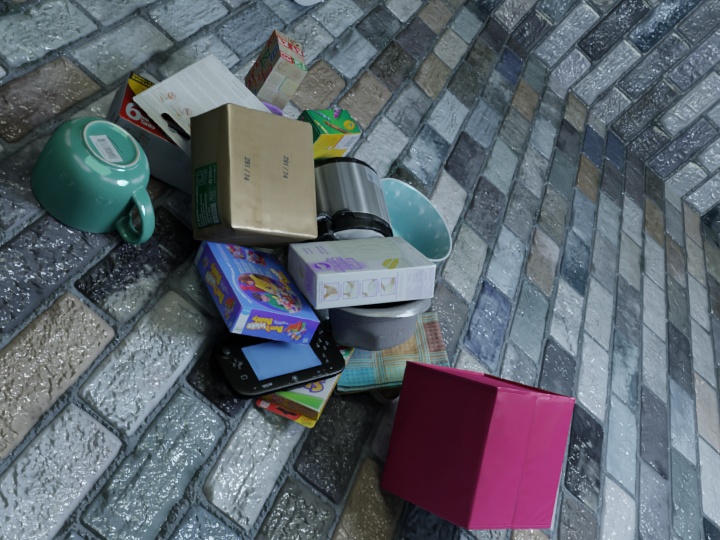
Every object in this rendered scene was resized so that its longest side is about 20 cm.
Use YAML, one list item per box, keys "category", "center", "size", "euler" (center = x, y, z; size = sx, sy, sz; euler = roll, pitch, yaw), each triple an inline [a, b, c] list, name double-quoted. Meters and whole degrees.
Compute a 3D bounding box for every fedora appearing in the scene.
- category: "fedora"
  center: [0.015, 0.071, 1.356]
  size: [0.198, 0.091, 0.177]
  euler: [-8, 23, -30]

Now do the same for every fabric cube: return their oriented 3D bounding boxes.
- category: "fabric cube"
  center: [0.178, 0.263, 1.280]
  size: [0.199, 0.195, 0.202]
  euler: [14, 87, -39]

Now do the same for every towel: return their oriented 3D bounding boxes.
- category: "towel"
  center: [0.044, 0.131, 1.401]
  size: [0.198, 0.022, 0.148]
  euler: [-5, 51, -8]

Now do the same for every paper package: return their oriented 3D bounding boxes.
- category: "paper package"
  center: [-0.169, -0.145, 1.336]
  size: [0.190, 0.103, 0.202]
  euler: [6, 78, -45]

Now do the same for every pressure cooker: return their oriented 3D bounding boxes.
- category: "pressure cooker"
  center: [-0.032, -0.076, 1.476]
  size: [0.174, 0.179, 0.202]
  euler: [-1, 55, -18]

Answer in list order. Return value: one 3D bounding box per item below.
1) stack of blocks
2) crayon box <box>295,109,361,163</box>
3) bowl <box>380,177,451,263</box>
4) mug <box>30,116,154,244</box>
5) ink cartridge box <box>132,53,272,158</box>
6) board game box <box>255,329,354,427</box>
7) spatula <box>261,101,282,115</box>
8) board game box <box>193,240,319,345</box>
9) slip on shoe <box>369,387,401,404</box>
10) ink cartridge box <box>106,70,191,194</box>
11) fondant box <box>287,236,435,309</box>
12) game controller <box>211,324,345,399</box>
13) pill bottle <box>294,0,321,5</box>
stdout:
- category: "stack of blocks"
  center: [-0.180, -0.327, 1.557]
  size: [0.058, 0.200, 0.116]
  euler: [23, 30, -28]
- category: "crayon box"
  center: [-0.104, -0.201, 1.515]
  size: [0.118, 0.200, 0.059]
  euler: [-15, 66, -52]
- category: "bowl"
  center: [0.072, -0.071, 1.656]
  size: [0.200, 0.105, 0.202]
  euler: [29, 37, -24]
- category: "mug"
  center: [-0.375, -0.142, 1.241]
  size: [0.184, 0.114, 0.153]
  euler: [26, 39, -27]
- category: "ink cartridge box"
  center: [-0.264, -0.262, 1.412]
  size: [0.161, 0.050, 0.200]
  euler: [45, 51, 0]
- category: "board game box"
  center: [-0.082, 0.157, 1.300]
  size: [0.095, 0.030, 0.200]
  euler: [21, 37, 7]
- category: "spatula"
  center: [-0.194, -0.203, 1.490]
  size: [0.056, 0.021, 0.202]
  euler: [22, 75, -18]
- category: "board game box"
  center: [-0.162, 0.030, 1.288]
  size: [0.133, 0.045, 0.200]
  euler: [14, 23, -34]
- category: "slip on shoe"
  center: [0.059, 0.141, 1.465]
  size: [0.076, 0.061, 0.201]
  euler: [36, 35, -14]
- category: "ink cartridge box"
  center: [-0.322, -0.239, 1.424]
  size: [0.199, 0.084, 0.177]
  euler: [26, 38, -27]
- category: "fondant box"
  center: [0.000, 0.000, 1.327]
  size: [0.198, 0.059, 0.144]
  euler: [-6, 22, -21]
- category: "game controller"
  center: [-0.119, 0.134, 1.254]
  size: [0.199, 0.042, 0.104]
  euler: [-11, 42, -35]
- category: "pill bottle"
  center: [-0.119, -0.747, 2.132]
  size: [0.112, 0.112, 0.201]
  euler: [35, 35, -15]
